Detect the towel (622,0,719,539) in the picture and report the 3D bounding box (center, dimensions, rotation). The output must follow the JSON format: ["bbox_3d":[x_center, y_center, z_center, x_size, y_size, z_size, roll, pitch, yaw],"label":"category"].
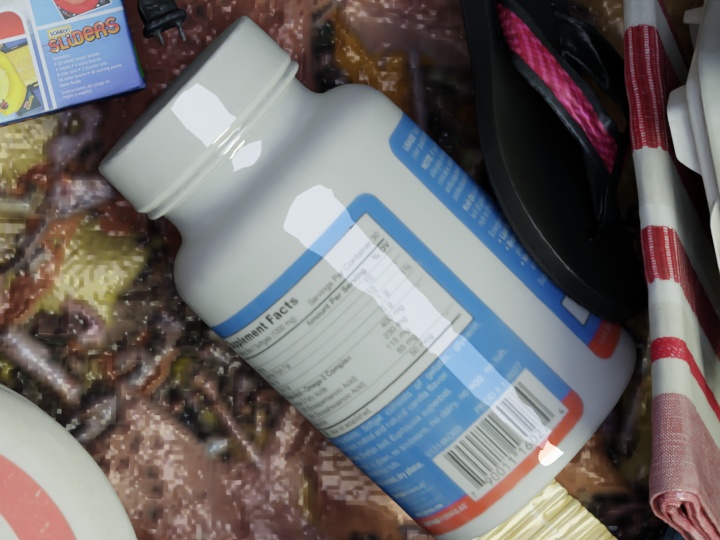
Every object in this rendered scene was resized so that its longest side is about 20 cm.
[{"bbox_3d":[0.119,0.006,1.088,0.023,0.144,0.201,-7,70,13],"label":"towel"}]

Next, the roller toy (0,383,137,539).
[{"bbox_3d":[-0.174,0.124,1.051,0.199,0.140,0.183,-7,91,-11],"label":"roller toy"}]

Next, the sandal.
[{"bbox_3d":[0.075,-0.077,1.109,0.045,0.075,0.201,-25,68,30],"label":"sandal"}]

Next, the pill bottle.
[{"bbox_3d":[0.000,0.000,1.101,0.200,0.112,0.112,45,82,-8],"label":"pill bottle"}]

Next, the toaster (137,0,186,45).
[{"bbox_3d":[-0.040,-0.196,1.093,0.129,0.114,0.201,-13,90,-13],"label":"toaster"}]

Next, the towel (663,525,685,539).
[{"bbox_3d":[0.166,0.139,1.155,0.112,0.049,0.200,35,77,-13],"label":"towel"}]

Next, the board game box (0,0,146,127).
[{"bbox_3d":[-0.195,-0.110,1.100,0.199,0.034,0.136,-14,92,-11],"label":"board game box"}]

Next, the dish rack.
[{"bbox_3d":[0.151,-0.030,1.090,0.043,0.200,0.172,-9,108,12],"label":"dish rack"}]

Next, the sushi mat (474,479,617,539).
[{"bbox_3d":[0.033,0.178,1.156,0.200,0.012,0.096,-41,98,-8],"label":"sushi mat"}]
